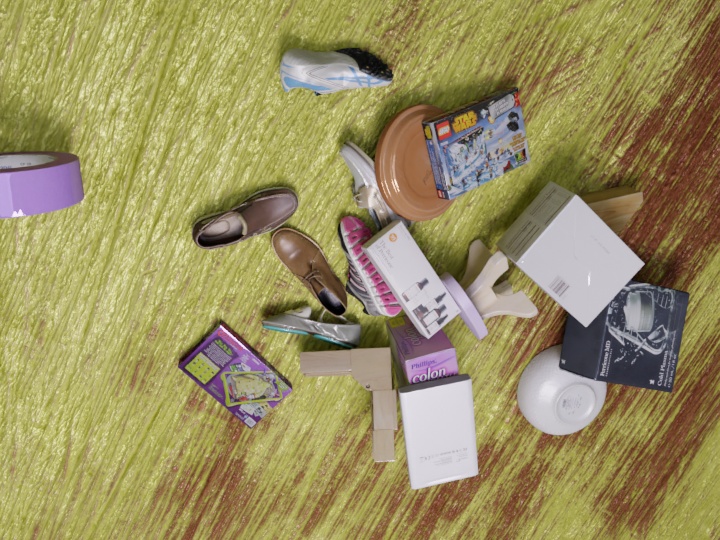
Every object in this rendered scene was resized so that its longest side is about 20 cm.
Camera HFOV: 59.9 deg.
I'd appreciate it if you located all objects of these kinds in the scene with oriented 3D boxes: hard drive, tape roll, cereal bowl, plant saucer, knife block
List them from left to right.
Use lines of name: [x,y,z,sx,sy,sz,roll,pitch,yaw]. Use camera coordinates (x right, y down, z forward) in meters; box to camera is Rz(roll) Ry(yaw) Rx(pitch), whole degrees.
tape roll: [-0.531,-0.134,0.954,0.195,0.200,0.067,-4,109,-9]
plant saucer: [0.114,-0.188,1.105,0.197,0.032,0.205,-7,104,-31]
hard drive: [0.142,0.292,1.128,0.129,0.027,0.204,-10,111,-6]
cereal bowl: [0.440,0.266,1.334,0.195,0.083,0.204,-4,110,-10]
knife block: [0.420,-0.112,1.211,0.174,0.064,0.202,31,101,-19]

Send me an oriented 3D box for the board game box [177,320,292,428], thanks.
board game box: [-0.241,0.205,1.216,0.120,0.032,0.200,-40,112,9]

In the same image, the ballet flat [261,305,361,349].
ballet flat: [-0.091,0.101,1.199,0.196,0.067,0.065,16,78,-16]

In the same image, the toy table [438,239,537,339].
toy table: [0.231,0.041,1.176,0.116,0.200,0.185,-35,72,0]

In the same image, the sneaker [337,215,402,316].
sneaker: [0.000,0.000,1.165,0.073,0.087,0.203,-30,95,-43]

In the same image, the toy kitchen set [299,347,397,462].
toy kitchen set: [-0.017,0.262,1.222,0.176,0.163,0.205,-3,79,3]

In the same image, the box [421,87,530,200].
box: [0.209,-0.227,1.112,0.197,0.040,0.139,-26,113,-23]

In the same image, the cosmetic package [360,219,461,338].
cosmetic package: [0.092,0.016,1.120,0.082,0.051,0.201,-38,103,-8]

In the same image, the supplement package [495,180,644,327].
supplement package: [0.377,-0.030,1.139,0.199,0.111,0.156,38,101,-19]

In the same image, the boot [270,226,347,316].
boot: [-0.088,0.003,1.151,0.073,0.076,0.201,-39,110,6]

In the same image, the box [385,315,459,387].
box: [0.127,0.210,1.206,0.095,0.176,0.204,-14,110,-5]

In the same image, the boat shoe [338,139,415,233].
boat shoe: [0.019,-0.139,1.122,0.068,0.075,0.201,-40,112,-1]

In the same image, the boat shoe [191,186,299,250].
boat shoe: [-0.199,-0.084,1.100,0.199,0.075,0.076,-24,111,-2]

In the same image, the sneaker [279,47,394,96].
sneaker: [-0.041,-0.331,1.058,0.196,0.073,0.073,-1,143,-17]

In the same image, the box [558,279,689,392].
box: [0.522,0.121,1.244,0.193,0.124,0.205,10,90,-18]
